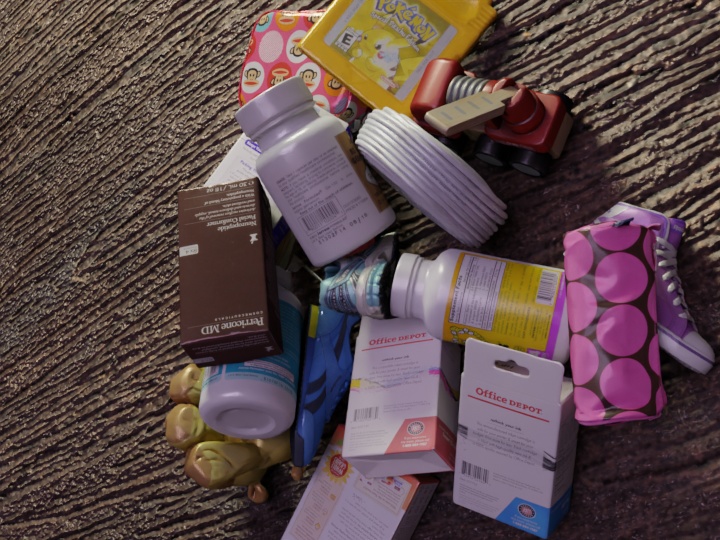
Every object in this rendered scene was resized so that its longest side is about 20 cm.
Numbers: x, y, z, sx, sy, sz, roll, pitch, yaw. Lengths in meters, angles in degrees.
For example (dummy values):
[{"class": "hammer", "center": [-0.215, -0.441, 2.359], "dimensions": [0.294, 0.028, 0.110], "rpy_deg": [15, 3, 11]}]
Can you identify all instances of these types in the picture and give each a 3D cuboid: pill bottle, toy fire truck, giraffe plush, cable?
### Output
[{"class": "pill bottle", "center": [-0.055, -0.115, 1.009], "dimensions": [0.114, 0.114, 0.200], "rpy_deg": [-28, 97, 25]}, {"class": "pill bottle", "center": [0.138, 0.035, 0.967], "dimensions": [0.200, 0.104, 0.104], "rpy_deg": [12, 87, 13]}, {"class": "toy fire truck", "center": [0.123, -0.181, 0.984], "dimensions": [0.176, 0.200, 0.129], "rpy_deg": [21, 85, 33]}, {"class": "giraffe plush", "center": [-0.160, 0.220, 1.119], "dimensions": [0.162, 0.200, 0.173], "rpy_deg": [126, 148, -50]}, {"class": "pill bottle", "center": [-0.125, 0.091, 1.046], "dimensions": [0.111, 0.111, 0.200], "rpy_deg": [-19, 49, 28]}, {"class": "cable", "center": [0.078, -0.107, 1.005], "dimensions": [0.069, 0.200, 0.200], "rpy_deg": [-49, 60, 4]}]

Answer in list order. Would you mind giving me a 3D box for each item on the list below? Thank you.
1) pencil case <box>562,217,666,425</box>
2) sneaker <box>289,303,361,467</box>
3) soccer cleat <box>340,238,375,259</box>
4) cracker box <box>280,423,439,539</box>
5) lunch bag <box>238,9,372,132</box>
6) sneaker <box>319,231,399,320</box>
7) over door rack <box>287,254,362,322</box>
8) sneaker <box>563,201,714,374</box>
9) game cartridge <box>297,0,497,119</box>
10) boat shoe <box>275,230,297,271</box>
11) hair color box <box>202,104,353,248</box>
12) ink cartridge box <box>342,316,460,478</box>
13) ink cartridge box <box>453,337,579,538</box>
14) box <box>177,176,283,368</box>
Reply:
[{"class": "pencil case", "center": [0.251, 0.051, 0.857], "dimensions": [0.094, 0.091, 0.200], "rpy_deg": [-2, 87, 6]}, {"class": "sneaker", "center": [-0.040, 0.138, 1.054], "dimensions": [0.078, 0.066, 0.200], "rpy_deg": [12, 72, -11]}, {"class": "soccer cleat", "center": [-0.035, -0.085, 1.163], "dimensions": [0.076, 0.067, 0.200], "rpy_deg": [-42, 64, 54]}, {"class": "cracker box", "center": [-0.009, 0.307, 1.068], "dimensions": [0.134, 0.058, 0.200], "rpy_deg": [31, 97, 33]}, {"class": "lunch bag", "center": [-0.071, -0.262, 1.197], "dimensions": [0.200, 0.082, 0.176], "rpy_deg": [11, 88, 32]}, {"class": "sneaker", "center": [0.000, 0.000, 1.038], "dimensions": [0.086, 0.200, 0.078], "rpy_deg": [1, 103, 9]}, {"class": "over door rack", "center": [-0.086, 0.070, 1.154], "dimensions": [0.200, 0.067, 0.148], "rpy_deg": [36, 101, 31]}, {"class": "sneaker", "center": [0.316, 0.007, 0.915], "dimensions": [0.114, 0.073, 0.201], "rpy_deg": [-46, 61, 13]}, {"class": "game cartridge", "center": [0.048, -0.305, 1.103], "dimensions": [0.176, 0.032, 0.200], "rpy_deg": [39, 92, 5]}, {"class": "boat shoe", "center": [-0.129, -0.075, 1.162], "dimensions": [0.072, 0.076, 0.200], "rpy_deg": [-19, 49, 25]}, {"class": "hair color box", "center": [-0.110, -0.123, 1.104], "dimensions": [0.109, 0.065, 0.200], "rpy_deg": [34, 83, 13]}, {"class": "ink cartridge box", "center": [0.053, 0.134, 1.029], "dimensions": [0.116, 0.068, 0.200], "rpy_deg": [-11, 52, 26]}, {"class": "ink cartridge box", "center": [0.169, 0.167, 0.936], "dimensions": [0.116, 0.068, 0.200], "rpy_deg": [14, 112, 32]}, {"class": "box", "center": [-0.149, 0.000, 0.986], "dimensions": [0.100, 0.075, 0.200], "rpy_deg": [-10, 63, 4]}]
